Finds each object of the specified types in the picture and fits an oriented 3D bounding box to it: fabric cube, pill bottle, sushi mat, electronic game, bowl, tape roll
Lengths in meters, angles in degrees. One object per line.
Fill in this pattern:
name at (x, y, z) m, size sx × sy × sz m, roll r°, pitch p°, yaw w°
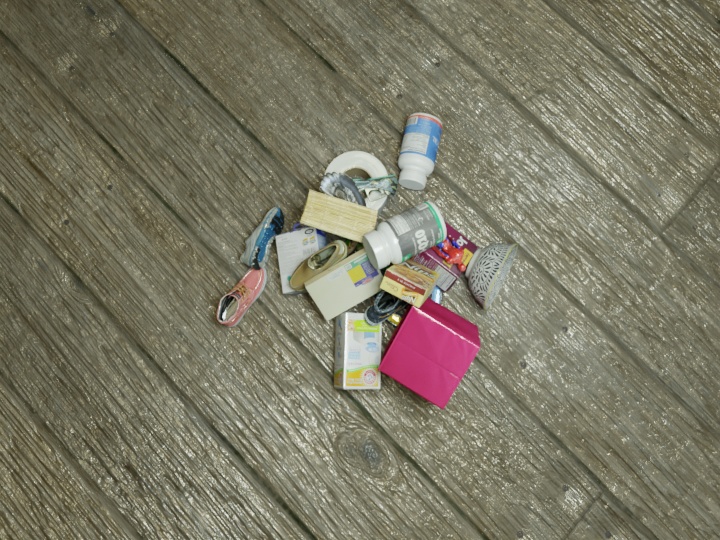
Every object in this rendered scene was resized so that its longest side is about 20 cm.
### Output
fabric cube at (0.183, 0.204, 1.429) m, size 0.197 × 0.196 × 0.203 m, roll 29°, pitch 104°, yaw 3°
pill bottle at (0.172, -0.349, 1.592) m, size 0.109 × 0.112 × 0.205 m, roll 13°, pitch 81°, yaw 2°
sushi mat at (-0.055, -0.140, 1.415) m, size 0.195 × 0.012 × 0.098 m, roll 17°, pitch 75°, yaw 2°
electronic game at (0.140, 0.069, 1.557) m, size 0.195 × 0.042 × 0.205 m, roll 0°, pitch 81°, yaw 0°
bowl at (0.354, -0.002, 1.505) m, size 0.093 × 0.201 × 0.203 m, roll 28°, pitch 81°, yaw 20°
pill bottle at (0.110, -0.087, 1.371) m, size 0.197 × 0.113 × 0.115 m, roll -26°, pitch 81°, yaw -11°
tape roll at (-0.013, -0.244, 1.594) m, size 0.197 × 0.071 × 0.208 m, roll 0°, pitch 80°, yaw -1°

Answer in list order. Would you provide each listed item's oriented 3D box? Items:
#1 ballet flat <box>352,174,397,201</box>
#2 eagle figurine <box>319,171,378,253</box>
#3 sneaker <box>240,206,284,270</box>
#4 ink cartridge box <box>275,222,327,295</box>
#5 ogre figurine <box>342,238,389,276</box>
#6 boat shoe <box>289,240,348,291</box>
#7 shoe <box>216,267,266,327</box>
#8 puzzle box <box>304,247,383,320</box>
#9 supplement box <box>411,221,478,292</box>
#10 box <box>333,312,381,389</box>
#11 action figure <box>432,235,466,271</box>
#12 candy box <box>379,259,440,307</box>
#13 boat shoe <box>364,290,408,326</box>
ballet flat at (0.010, -0.228, 1.524) m, size 0.195 × 0.074 × 0.076 m, roll -6°, pitch 80°, yaw 1°
eagle figurine at (-0.050, -0.153, 1.485) m, size 0.150 × 0.151 × 0.203 m, roll -29°, pitch 69°, yaw 2°
sneaker at (-0.294, -0.102, 1.574) m, size 0.085 × 0.075 × 0.203 m, roll 11°, pitch 66°, yaw 33°
ink cartridge box at (-0.163, -0.043, 1.540) m, size 0.133 × 0.076 × 0.205 m, roll -12°, pitch 82°, yaw 17°
ogre figurine at (0.000, 0.000, 1.540) m, size 0.199 × 0.098 × 0.120 m, roll 40°, pitch 78°, yaw 4°
boat shoe at (-0.124, -0.015, 1.439) m, size 0.199 × 0.076 × 0.072 m, roll -41°, pitch 77°, yaw 18°
shoe at (-0.336, 0.069, 1.530) m, size 0.071 × 0.091 × 0.202 m, roll 31°, pitch 82°, yaw 5°
puzzle box at (-0.036, 0.038, 1.451) m, size 0.197 × 0.026 × 0.134 m, roll -29°, pitch 123°, yaw 2°
supplement box at (0.212, -0.060, 1.532) m, size 0.198 × 0.104 × 0.132 m, roll 37°, pitch 61°, yaw 5°
box at (-0.008, 0.224, 1.487) m, size 0.110 × 0.101 × 0.205 m, roll 5°, pitch 80°, yaw -18°
action figure at (0.221, -0.080, 1.457) m, size 0.065 × 0.052 × 0.202 m, roll -31°, pitch 75°, yaw -19°
candy box at (0.134, 0.027, 1.413) m, size 0.114 × 0.200 × 0.056 m, roll 27°, pitch 108°, yaw 12°
boat shoe at (0.096, 0.071, 1.460) m, size 0.071 × 0.091 × 0.199 m, roll 45°, pitch 57°, yaw 7°
